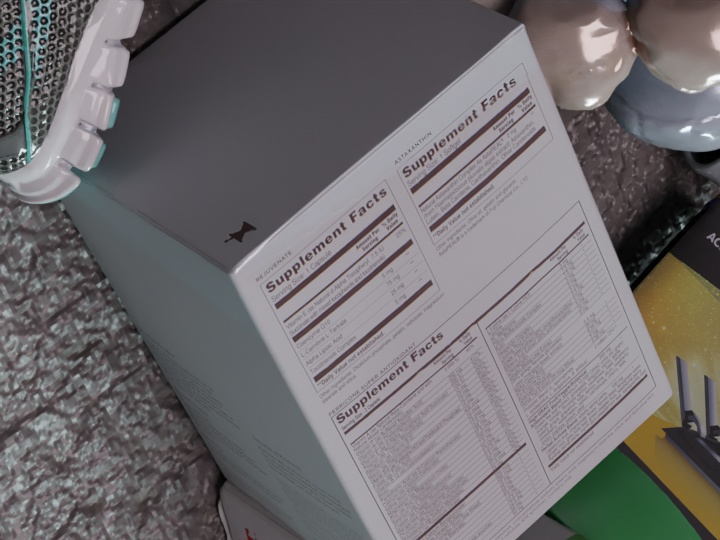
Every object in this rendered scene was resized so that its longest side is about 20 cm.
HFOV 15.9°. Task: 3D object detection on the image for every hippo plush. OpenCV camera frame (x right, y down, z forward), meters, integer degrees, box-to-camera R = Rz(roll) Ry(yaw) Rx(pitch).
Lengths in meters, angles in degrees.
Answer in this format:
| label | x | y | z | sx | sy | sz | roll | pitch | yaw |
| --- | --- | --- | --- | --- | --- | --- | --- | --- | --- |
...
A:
| label | x | y | z | sx | sy | sz | roll | pitch | yaw |
| --- | --- | --- | --- | --- | --- | --- | --- | --- | --- |
| hippo plush | 0.098 | -0.119 | 1.078 | 0.159 | 0.200 | 0.161 | -35 | 153 | -11 |

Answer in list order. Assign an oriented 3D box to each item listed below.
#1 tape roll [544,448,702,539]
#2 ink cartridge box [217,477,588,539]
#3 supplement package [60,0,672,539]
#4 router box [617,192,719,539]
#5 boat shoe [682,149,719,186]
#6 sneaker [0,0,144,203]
| label | x | y | z | sx | sy | sz | roll | pitch | yaw |
| --- | --- | --- | --- | --- | --- | --- | --- | --- | --- |
| tape roll | 0.100 | 0.161 | 1.160 | 0.048 | 0.200 | 0.201 | -31 | 127 | -25 |
| ink cartridge box | 0.040 | 0.165 | 1.117 | 0.084 | 0.200 | 0.147 | -31 | 128 | -26 |
| supplement package | 0.000 | 0.000 | 1.037 | 0.151 | 0.152 | 0.200 | -40 | 130 | -17 |
| router box | 0.188 | 0.088 | 1.214 | 0.200 | 0.052 | 0.157 | 42 | 78 | 2 |
| boat shoe | 0.207 | -0.128 | 1.195 | 0.071 | 0.070 | 0.202 | 9 | 107 | -44 |
| sneaker | -0.121 | -0.123 | 0.940 | 0.091 | 0.078 | 0.201 | 9 | 103 | -36 |
